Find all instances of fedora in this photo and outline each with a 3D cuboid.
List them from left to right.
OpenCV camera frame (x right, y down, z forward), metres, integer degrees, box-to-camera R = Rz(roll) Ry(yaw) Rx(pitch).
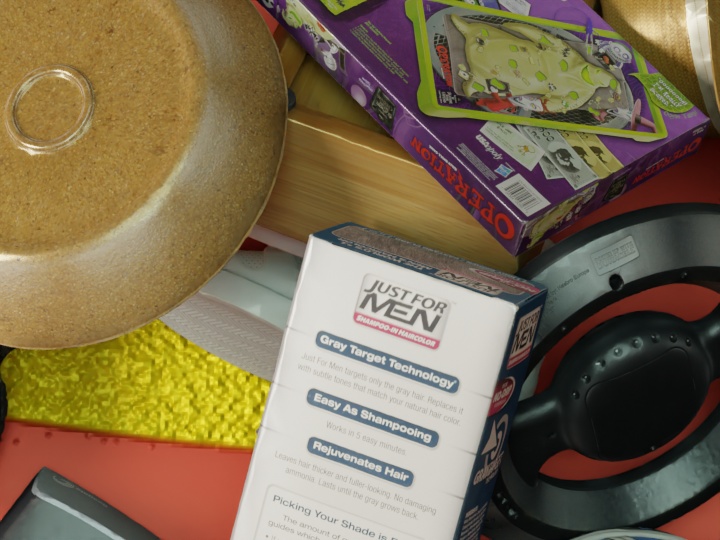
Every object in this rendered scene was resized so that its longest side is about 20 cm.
[{"bbox_3d":[0.162,-0.121,1.321,0.081,0.200,0.202,-6,81,21],"label":"fedora"}]

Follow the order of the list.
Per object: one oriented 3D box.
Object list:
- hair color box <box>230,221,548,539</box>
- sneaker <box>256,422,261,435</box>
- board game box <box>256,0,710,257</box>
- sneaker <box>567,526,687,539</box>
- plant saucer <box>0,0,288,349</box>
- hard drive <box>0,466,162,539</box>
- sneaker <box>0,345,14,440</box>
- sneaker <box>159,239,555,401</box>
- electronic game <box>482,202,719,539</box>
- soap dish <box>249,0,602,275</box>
[{"bbox_3d":[0.006,0.090,1.218,0.099,0.060,0.201,18,103,15],"label":"hair color box"},{"bbox_3d":[0.030,0.143,1.299,0.060,0.104,0.200,-35,82,8],"label":"sneaker"},{"bbox_3d":[0.047,-0.102,1.254,0.120,0.032,0.200,-30,63,-28],"label":"board game box"},{"bbox_3d":[0.166,0.161,1.294,0.199,0.077,0.076,4,88,-17],"label":"sneaker"},{"bbox_3d":[-0.131,-0.065,1.234,0.199,0.035,0.202,-6,67,14],"label":"plant saucer"},{"bbox_3d":[-0.110,0.199,1.321,0.200,0.042,0.135,37,82,4],"label":"hard drive"},{"bbox_3d":[-0.198,0.018,1.334,0.078,0.075,0.201,17,75,12],"label":"sneaker"},{"bbox_3d":[0.000,0.000,1.350,0.199,0.074,0.116,19,67,5],"label":"sneaker"},{"bbox_3d":[0.124,0.052,1.290,0.199,0.201,0.042,-26,45,-6],"label":"electronic game"},{"bbox_3d":[0.029,-0.086,1.309,0.156,0.081,0.201,20,50,4],"label":"soap dish"}]
